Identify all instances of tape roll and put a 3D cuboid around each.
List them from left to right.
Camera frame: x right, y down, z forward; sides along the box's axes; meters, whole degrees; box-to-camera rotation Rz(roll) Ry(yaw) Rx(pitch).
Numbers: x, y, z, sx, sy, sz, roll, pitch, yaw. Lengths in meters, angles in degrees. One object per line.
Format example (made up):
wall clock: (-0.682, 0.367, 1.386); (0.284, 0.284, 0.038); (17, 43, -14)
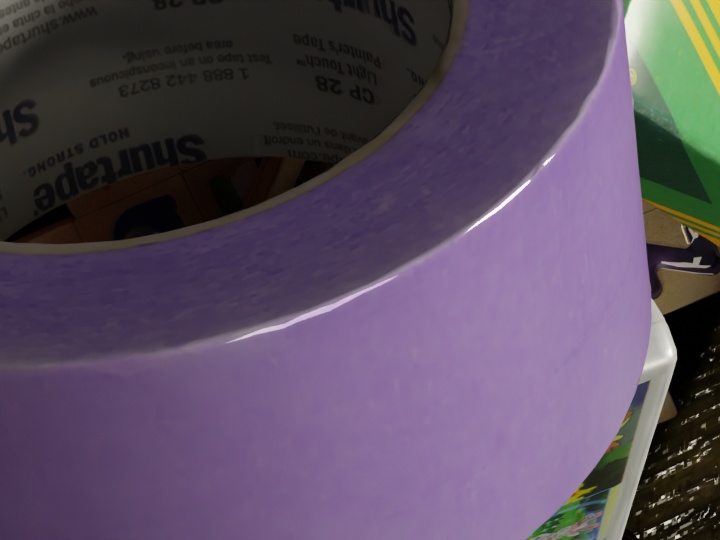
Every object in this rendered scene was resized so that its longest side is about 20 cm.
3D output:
tape roll: (-0.040, -0.016, 0.581); (0.199, 0.200, 0.085); (-29, 132, -20)

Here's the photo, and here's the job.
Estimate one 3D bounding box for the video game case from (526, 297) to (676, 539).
video game case: (-0.020, 0.083, 0.670); (0.181, 0.022, 0.200); (-19, 156, -11)

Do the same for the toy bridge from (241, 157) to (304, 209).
toy bridge: (-0.044, -0.068, 0.717); (0.067, 0.027, 0.201); (-10, 117, -5)

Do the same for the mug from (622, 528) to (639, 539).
mug: (0.098, 0.151, 0.898); (0.133, 0.200, 0.178); (-25, 131, -23)

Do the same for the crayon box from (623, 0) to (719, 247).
crayon box: (0.124, -0.066, 0.723); (0.200, 0.051, 0.128); (27, 75, -40)

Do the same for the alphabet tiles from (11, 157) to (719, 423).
alphabet tiles: (0.000, 0.000, 0.774); (0.199, 0.006, 0.167); (-23, 116, 7)
